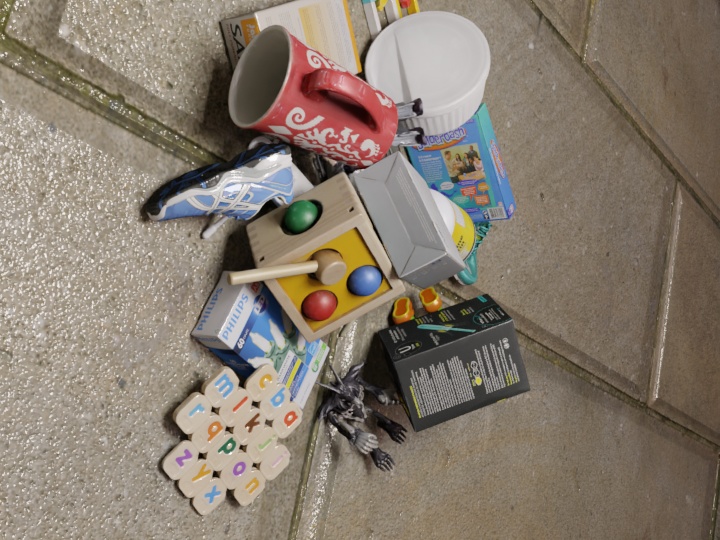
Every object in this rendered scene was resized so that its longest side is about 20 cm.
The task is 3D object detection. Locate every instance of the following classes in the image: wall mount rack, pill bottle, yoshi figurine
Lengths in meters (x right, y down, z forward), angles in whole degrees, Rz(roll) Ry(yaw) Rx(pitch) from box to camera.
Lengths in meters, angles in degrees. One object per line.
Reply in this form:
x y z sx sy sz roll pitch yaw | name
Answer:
-0.128 -0.084 1.281 0.200 0.074 0.176 48 52 -40 | wall mount rack
0.113 -0.071 1.514 0.199 0.110 0.114 20 75 -65 | pill bottle
0.127 0.139 1.581 0.112 0.111 0.202 -46 127 -31 | yoshi figurine

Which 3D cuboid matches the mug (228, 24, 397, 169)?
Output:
-0.047 -0.204 1.187 0.198 0.178 0.134 20 109 -40 | mug

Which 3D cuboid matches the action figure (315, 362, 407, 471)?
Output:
0.011 0.226 1.437 0.120 0.101 0.201 -55 133 -19 | action figure

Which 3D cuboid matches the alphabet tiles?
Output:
-0.170 0.226 1.237 0.195 0.015 0.201 -43 128 -20 | alphabet tiles

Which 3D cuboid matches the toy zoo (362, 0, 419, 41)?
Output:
0.045 -0.467 1.521 0.131 0.020 0.203 -39 121 -44 | toy zoo

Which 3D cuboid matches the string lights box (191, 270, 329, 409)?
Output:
-0.136 0.099 1.281 0.200 0.058 0.104 47 57 -41 | string lights box

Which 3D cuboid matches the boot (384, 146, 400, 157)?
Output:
-0.004 -0.227 1.450 0.202 0.067 0.131 64 34 -29 | boot

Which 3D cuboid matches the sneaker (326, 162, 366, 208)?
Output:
-0.022 -0.074 1.405 0.115 0.075 0.203 -47 128 -42 | sneaker

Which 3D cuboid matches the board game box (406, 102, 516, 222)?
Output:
0.169 -0.177 1.579 0.045 0.150 0.202 -54 131 -46 | board game box

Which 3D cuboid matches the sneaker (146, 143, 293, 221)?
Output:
-0.173 -0.095 1.167 0.197 0.076 0.078 -20 115 -13 | sneaker

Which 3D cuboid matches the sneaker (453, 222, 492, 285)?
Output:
0.199 -0.072 1.678 0.077 0.079 0.204 -7 98 -53 | sneaker

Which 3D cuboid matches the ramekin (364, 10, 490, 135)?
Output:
0.110 -0.310 1.478 0.095 0.199 0.205 68 39 -61 | ramekin

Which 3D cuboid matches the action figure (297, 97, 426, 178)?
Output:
-0.005 -0.204 1.339 0.070 0.196 0.132 -101 -178 -68 | action figure

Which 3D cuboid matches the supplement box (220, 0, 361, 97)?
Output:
-0.094 -0.318 1.309 0.199 0.073 0.128 -33 116 -46 | supplement box

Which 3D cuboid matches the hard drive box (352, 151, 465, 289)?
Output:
0.075 -0.065 1.310 0.158 0.076 0.200 66 11 12 | hard drive box

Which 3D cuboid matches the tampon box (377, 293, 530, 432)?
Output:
0.147 0.144 1.472 0.197 0.150 0.128 -19 107 -3 | tampon box

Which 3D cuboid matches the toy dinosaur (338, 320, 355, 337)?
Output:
0.000 0.000 1.360 0.047 0.087 0.204 -19 108 -57 | toy dinosaur

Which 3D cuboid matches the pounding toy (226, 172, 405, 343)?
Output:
-0.062 -0.010 1.214 0.201 0.182 0.143 58 6 -41 | pounding toy
